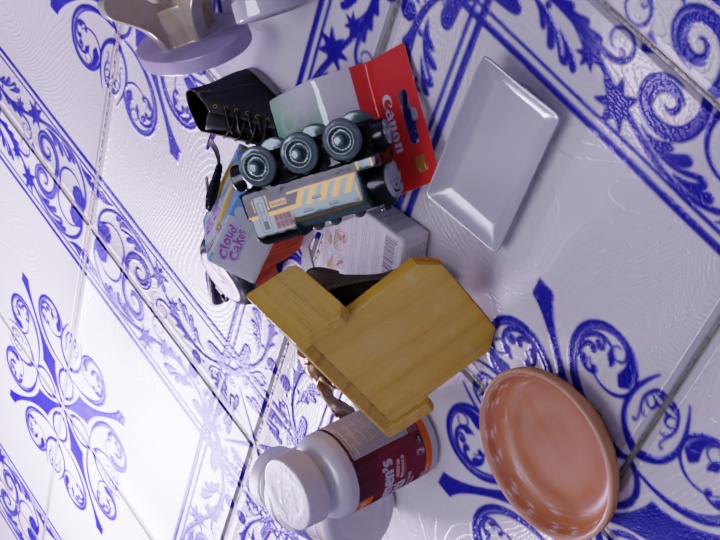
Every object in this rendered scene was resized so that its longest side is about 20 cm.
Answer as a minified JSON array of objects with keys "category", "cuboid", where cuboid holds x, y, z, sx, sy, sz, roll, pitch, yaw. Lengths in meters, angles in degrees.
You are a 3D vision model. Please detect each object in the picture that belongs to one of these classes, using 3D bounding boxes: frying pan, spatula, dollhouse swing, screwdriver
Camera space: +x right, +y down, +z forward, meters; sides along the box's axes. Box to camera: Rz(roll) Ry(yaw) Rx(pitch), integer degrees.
[{"category":"frying pan","cuboid":[-0.189,0.002,1.827,0.115,0.031,0.190,57,158,-13]},{"category":"spatula","cuboid":[-0.187,-0.145,1.774,0.201,0.020,0.057,-94,21,-46]},{"category":"dollhouse swing","cuboid":[0.017,0.054,1.557,0.200,0.176,0.182,47,175,-38]},{"category":"screwdriver","cuboid":[-0.213,-0.043,1.963,0.029,0.028,0.202,-117,22,-66]}]

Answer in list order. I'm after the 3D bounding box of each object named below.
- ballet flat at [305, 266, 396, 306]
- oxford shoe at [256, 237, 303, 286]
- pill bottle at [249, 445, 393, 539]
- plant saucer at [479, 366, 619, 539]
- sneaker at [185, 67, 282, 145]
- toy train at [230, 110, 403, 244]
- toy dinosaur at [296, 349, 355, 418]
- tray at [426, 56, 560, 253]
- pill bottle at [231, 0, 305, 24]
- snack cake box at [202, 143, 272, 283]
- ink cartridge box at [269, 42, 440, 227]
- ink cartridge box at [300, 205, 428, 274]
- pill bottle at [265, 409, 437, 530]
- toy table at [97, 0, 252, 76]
[{"category":"ballet flat","cuboid":[0.014,0.028,1.582,0.198,0.046,0.068,4,123,23]},{"category":"oxford shoe","cuboid":[-0.134,-0.036,1.819,0.073,0.071,0.200,63,146,14]},{"category":"pill bottle","cuboid":[-0.059,0.301,1.854,0.199,0.119,0.121,12,117,51]},{"category":"plant saucer","cuboid":[0.210,0.197,1.499,0.200,0.037,0.202,31,131,43]},{"category":"sneaker","cuboid":[-0.127,-0.172,1.702,0.200,0.106,0.075,42,138,33]},{"category":"toy train","cuboid":[-0.047,-0.103,1.525,0.199,0.085,0.115,-15,100,21]},{"category":"toy dinosaur","cuboid":[-0.067,0.105,1.812,0.106,0.060,0.201,-37,77,56]},{"category":"tray","cuboid":[0.139,-0.120,1.429,0.107,0.022,0.201,43,139,20]},{"category":"pill bottle","cuboid":[-0.133,-0.393,1.585,0.113,0.112,0.202,-7,101,55]},{"category":"snack cake box","cuboid":[-0.140,-0.074,1.689,0.116,0.067,0.200,-62,14,10]},{"category":"ink cartridge box","cuboid":[-0.010,-0.149,1.562,0.199,0.050,0.162,-20,84,49]},{"category":"ink cartridge box","cuboid":[0.000,0.000,1.674,0.176,0.045,0.201,37,135,36]},{"category":"pill bottle","cuboid":[-0.011,0.235,1.678,0.109,0.199,0.110,30,131,42]},{"category":"toy table","cuboid":[-0.228,-0.326,1.718,0.199,0.184,0.118,5,130,44]}]
